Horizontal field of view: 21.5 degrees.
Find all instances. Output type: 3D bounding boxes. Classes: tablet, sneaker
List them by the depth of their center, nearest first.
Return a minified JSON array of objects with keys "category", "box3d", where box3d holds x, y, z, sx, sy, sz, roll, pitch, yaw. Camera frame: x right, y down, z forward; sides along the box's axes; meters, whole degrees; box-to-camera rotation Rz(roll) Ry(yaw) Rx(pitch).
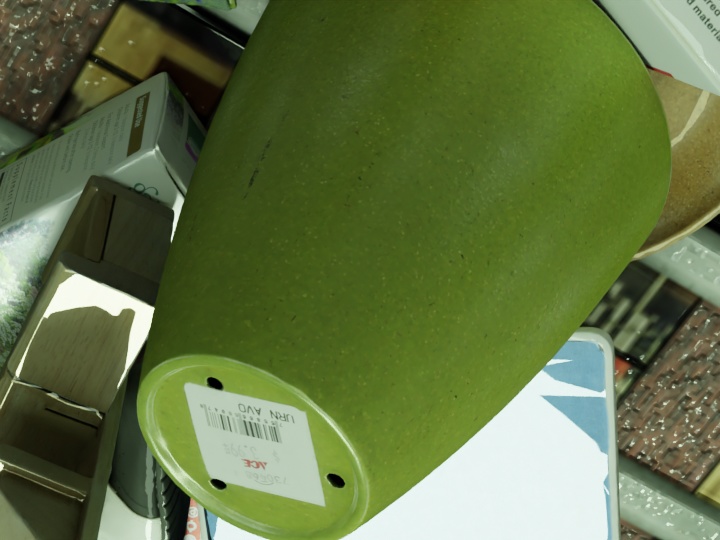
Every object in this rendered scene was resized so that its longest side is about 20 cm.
[{"category":"tablet","box3d":[0.018,0.084,0.863,0.198,0.014,0.131,-1,114,11]},{"category":"sneaker","box3d":[-0.123,0.124,0.863,0.088,0.074,0.201,10,122,0]}]

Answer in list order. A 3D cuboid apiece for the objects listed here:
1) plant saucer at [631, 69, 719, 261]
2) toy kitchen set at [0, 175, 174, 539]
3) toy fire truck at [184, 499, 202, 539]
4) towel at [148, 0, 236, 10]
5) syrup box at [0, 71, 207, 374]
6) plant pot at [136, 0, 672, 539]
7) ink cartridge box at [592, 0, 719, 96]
[{"category":"plant saucer","box3d":[0.090,-0.096,0.828,0.198,0.036,0.202,0,118,0]},{"category":"toy kitchen set","box3d":[-0.193,0.061,0.742,0.179,0.164,0.201,24,117,-14]},{"category":"toy fire truck","box3d":[-0.133,0.139,0.942,0.140,0.049,0.201,7,117,-4]},{"category":"towel","box3d":[-0.118,-0.179,0.743,0.142,0.023,0.201,6,141,2]},{"category":"syrup box","box3d":[-0.150,0.001,0.849,0.199,0.082,0.079,-27,117,13]},{"category":"plant pot","box3d":[0.000,0.000,0.727,0.186,0.200,0.188,18,137,17]},{"category":"ink cartridge box","box3d":[0.166,-0.167,0.700,0.200,0.144,0.084,-41,103,3]}]
